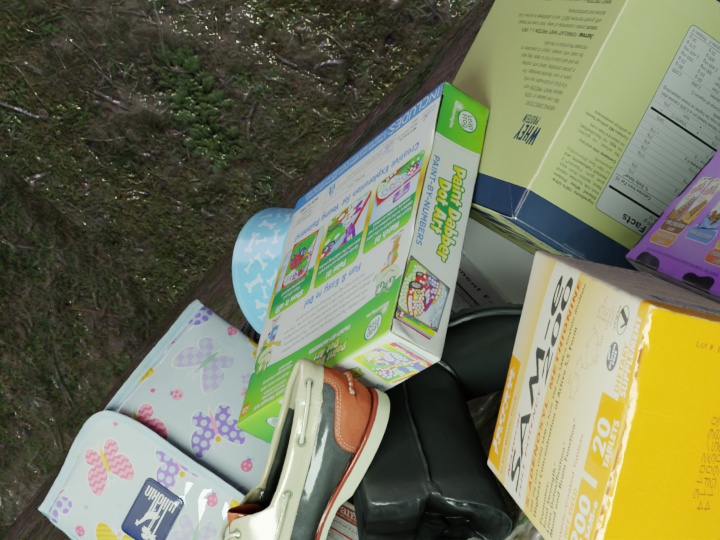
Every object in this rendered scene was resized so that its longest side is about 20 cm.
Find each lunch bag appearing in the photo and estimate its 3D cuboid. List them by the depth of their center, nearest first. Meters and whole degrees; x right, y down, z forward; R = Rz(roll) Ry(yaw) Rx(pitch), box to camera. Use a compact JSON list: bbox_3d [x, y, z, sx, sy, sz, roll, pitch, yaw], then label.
[{"bbox_3d":[-0.121,0.155,1.078,0.200,0.169,0.128,-50,-14,-23],"label":"lunch bag"}]

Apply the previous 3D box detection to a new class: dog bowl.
[{"bbox_3d":[-0.018,0.033,1.119,0.049,0.201,0.112,-13,35,42],"label":"dog bowl"}]

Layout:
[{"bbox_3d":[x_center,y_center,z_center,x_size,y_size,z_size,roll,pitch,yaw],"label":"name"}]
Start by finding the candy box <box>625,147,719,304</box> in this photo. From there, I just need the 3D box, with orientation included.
[{"bbox_3d":[0.251,-0.050,0.745,0.200,0.071,0.168,-48,9,2],"label":"candy box"}]

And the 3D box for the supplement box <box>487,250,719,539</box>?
[{"bbox_3d":[0.126,0.068,0.683,0.200,0.073,0.128,-135,57,-81],"label":"supplement box"}]

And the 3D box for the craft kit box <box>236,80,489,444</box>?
[{"bbox_3d":[0.000,0.000,0.956,0.200,0.048,0.199,-34,32,50],"label":"craft kit box"}]

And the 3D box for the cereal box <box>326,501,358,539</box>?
[{"bbox_3d":[-0.060,0.255,0.890,0.144,0.039,0.201,-43,26,34],"label":"cereal box"}]

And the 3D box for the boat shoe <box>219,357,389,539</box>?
[{"bbox_3d":[-0.052,0.152,0.861,0.202,0.062,0.071,-64,21,3],"label":"boat shoe"}]

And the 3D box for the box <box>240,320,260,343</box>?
[{"bbox_3d":[-0.090,0.146,1.294,0.038,0.136,0.201,-40,12,44],"label":"box"}]

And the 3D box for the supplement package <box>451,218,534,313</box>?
[{"bbox_3d":[0.086,-0.017,1.213,0.117,0.117,0.200,-49,10,-27],"label":"supplement package"}]

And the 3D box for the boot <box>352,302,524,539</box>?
[{"bbox_3d":[0.069,0.101,0.924,0.163,0.066,0.201,-10,26,-1],"label":"boot"}]

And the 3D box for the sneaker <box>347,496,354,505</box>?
[{"bbox_3d":[-0.018,0.202,1.002,0.105,0.060,0.200,-51,5,-18],"label":"sneaker"}]

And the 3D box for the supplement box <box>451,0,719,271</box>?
[{"bbox_3d":[0.160,-0.108,0.962,0.201,0.133,0.200,-62,22,1],"label":"supplement box"}]
